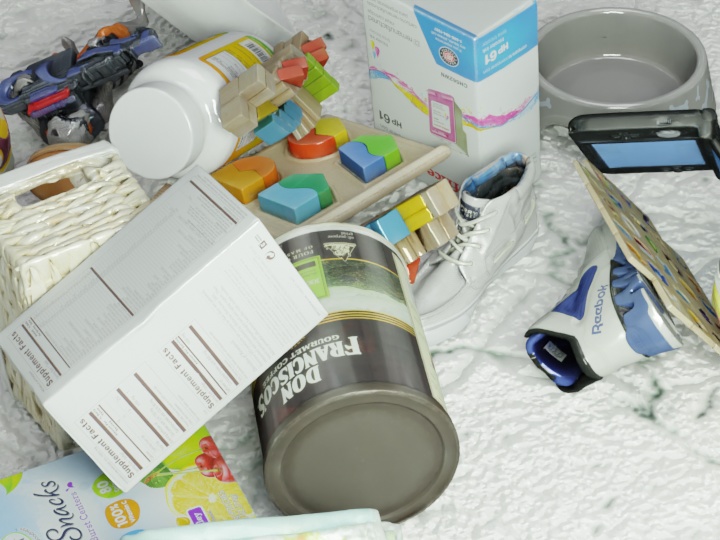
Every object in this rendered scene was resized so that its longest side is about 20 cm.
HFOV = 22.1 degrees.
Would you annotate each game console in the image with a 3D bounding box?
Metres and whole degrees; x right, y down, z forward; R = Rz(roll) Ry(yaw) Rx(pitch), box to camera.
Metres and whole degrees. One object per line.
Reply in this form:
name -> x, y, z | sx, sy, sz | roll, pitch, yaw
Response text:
game console -> 0.271, -0.059, 1.528 | 0.175, 0.200, 0.117 | -2, 82, 15

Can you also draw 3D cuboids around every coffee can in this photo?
coffee can -> -0.015, 0.081, 1.416 | 0.145, 0.147, 0.201 | -8, 40, -6

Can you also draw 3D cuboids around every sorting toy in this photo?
sorting toy -> -0.045, -0.090, 1.661 | 0.185, 0.037, 0.199 | -32, 30, -30

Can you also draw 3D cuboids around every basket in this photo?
basket -> -0.218, 0.023, 1.449 | 0.135, 0.201, 0.123 | -23, 38, -22

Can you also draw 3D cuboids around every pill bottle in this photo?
pill bottle -> -0.148, -0.147, 1.676 | 0.110, 0.112, 0.200 | 12, 21, 17

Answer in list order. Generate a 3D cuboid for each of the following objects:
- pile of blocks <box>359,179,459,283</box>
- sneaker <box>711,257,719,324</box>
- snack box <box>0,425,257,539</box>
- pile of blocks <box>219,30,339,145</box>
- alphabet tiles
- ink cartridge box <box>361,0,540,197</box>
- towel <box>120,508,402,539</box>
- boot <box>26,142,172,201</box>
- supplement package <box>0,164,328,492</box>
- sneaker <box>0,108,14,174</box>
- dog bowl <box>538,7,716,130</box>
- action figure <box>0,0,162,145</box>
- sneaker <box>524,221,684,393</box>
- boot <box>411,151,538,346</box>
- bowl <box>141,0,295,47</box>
pile of blocks -> 0.000, 0.000, 1.521 | 0.199, 0.062, 0.082 | -30, 5, 22
sneaker -> 0.339, 0.074, 1.436 | 0.078, 0.090, 0.201 | -24, 75, -14
snack box -> -0.178, 0.206, 1.340 | 0.199, 0.068, 0.169 | -20, 43, -17
pile of blocks -> -0.059, -0.162, 1.651 | 0.062, 0.082, 0.200 | -31, 9, 27
alphabet tiles -> 0.244, -0.009, 1.513 | 0.006, 0.166, 0.200 | -40, 39, 16
ink cartridge box -> 0.084, -0.169, 1.666 | 0.085, 0.201, 0.144 | -36, 49, -28
towel -> -0.059, 0.252, 1.237 | 0.199, 0.048, 0.172 | -4, 63, -9
boot -> -0.252, -0.032, 1.628 | 0.199, 0.074, 0.155 | 17, 48, 26
supplement package -> -0.146, 0.041, 1.348 | 0.200, 0.110, 0.114 | -41, 38, -6
sneaker -> -0.364, -0.086, 1.683 | 0.074, 0.090, 0.201 | -4, 40, -1
dog bowl -> 0.246, -0.186, 1.781 | 0.199, 0.059, 0.201 | -2, 39, 2
action figure -> -0.251, -0.184, 1.787 | 0.199, 0.105, 0.194 | -14, 39, 27
sneaker -> 0.186, 0.032, 1.499 | 0.115, 0.081, 0.200 | -31, 18, 11
boot -> 0.085, -0.024, 1.571 | 0.073, 0.096, 0.200 | 21, 46, 27
bowl -> -0.170, -0.292, 1.858 | 0.075, 0.199, 0.200 | -49, 32, 11
